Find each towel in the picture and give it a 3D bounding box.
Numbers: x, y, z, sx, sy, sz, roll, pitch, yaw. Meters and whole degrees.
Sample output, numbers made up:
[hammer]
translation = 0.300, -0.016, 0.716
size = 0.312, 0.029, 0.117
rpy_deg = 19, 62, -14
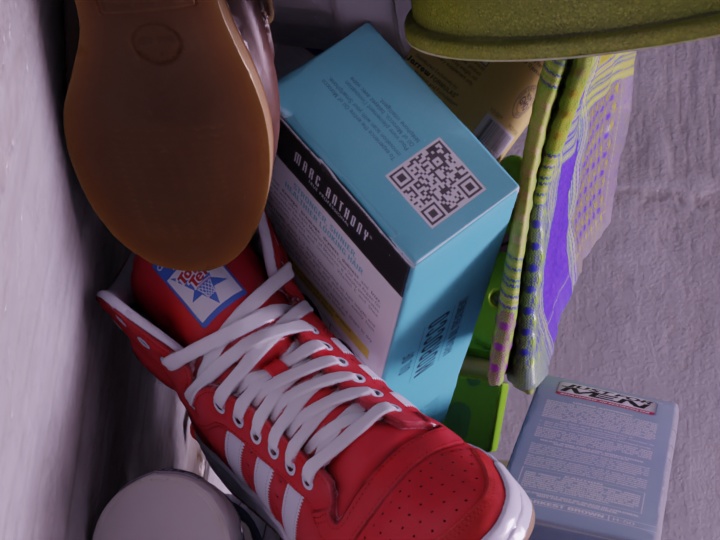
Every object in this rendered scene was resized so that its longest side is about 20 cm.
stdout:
[towel]
translation = 0.081, -0.048, 0.987
size = 0.200, 0.023, 0.144
rpy_deg = -54, 154, -71

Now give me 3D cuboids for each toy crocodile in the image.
[toy crocodile]
translation = 0.040, 0.051, 1.092
size = 0.068, 0.061, 0.201
rpy_deg = 51, 51, -79

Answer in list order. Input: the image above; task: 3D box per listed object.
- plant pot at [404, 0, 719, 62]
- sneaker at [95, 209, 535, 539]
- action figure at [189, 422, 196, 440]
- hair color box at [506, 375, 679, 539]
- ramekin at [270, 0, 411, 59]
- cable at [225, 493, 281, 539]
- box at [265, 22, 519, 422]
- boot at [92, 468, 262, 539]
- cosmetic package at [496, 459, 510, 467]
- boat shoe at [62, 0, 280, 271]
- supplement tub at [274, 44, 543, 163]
[plant pot]
translation = 0.092, -0.187, 0.850
size = 0.200, 0.199, 0.194
rpy_deg = -72, 150, -73
[sneaker]
translation = -0.022, 0.038, 0.904
size = 0.200, 0.071, 0.113
rpy_deg = 24, -33, 58
[action figure]
translation = -0.021, -0.002, 1.203
size = 0.200, 0.098, 0.066
rpy_deg = -86, 176, -55
[hair color box]
translation = 0.077, 0.113, 0.988
size = 0.200, 0.060, 0.100
rpy_deg = -49, 150, -76
[ramekin]
translation = -0.034, -0.174, 0.946
size = 0.200, 0.104, 0.201
rpy_deg = 1, 90, -84
[cable]
translation = -0.045, 0.190, 1.106
size = 0.200, 0.069, 0.201
rpy_deg = 85, 9, -54
[box]
translation = 0.000, 0.000, 0.968
size = 0.082, 0.049, 0.200
rpy_deg = 49, -21, 16
[boot]
translation = -0.055, 0.173, 0.943
size = 0.090, 0.072, 0.201
rpy_deg = 43, 47, -75
[cosmetic package]
translation = 0.042, 0.180, 1.113
size = 0.073, 0.103, 0.201
rpy_deg = 85, 8, -52
[boat shoe]
translation = -0.060, -0.090, 0.848
size = 0.071, 0.070, 0.201
rpy_deg = -78, 169, -45
[supplement tub]
translation = 0.039, -0.140, 1.107
size = 0.200, 0.145, 0.145
rpy_deg = -53, 174, 1
